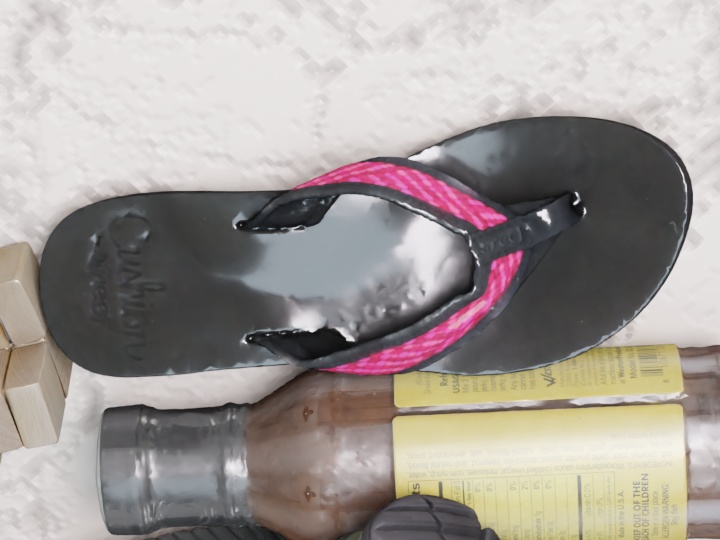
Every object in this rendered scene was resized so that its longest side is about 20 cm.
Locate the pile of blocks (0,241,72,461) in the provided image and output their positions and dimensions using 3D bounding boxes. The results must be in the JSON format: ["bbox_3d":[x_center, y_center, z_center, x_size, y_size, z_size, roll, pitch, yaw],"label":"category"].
[{"bbox_3d":[-0.152,0.081,0.853,0.082,0.062,0.200,19,120,-11],"label":"pile of blocks"}]

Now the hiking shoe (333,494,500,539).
[{"bbox_3d":[0.036,0.166,0.816,0.101,0.076,0.200,-28,91,39],"label":"hiking shoe"}]

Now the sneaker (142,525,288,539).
[{"bbox_3d":[-0.100,0.151,0.883,0.200,0.089,0.074,-31,82,-15],"label":"sneaker"}]

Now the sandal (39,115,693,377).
[{"bbox_3d":[0.000,0.000,0.798,0.200,0.045,0.075,-8,93,7],"label":"sandal"}]

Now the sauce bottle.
[{"bbox_3d":[0.020,0.057,0.836,0.200,0.065,0.065,-1,122,4],"label":"sauce bottle"}]
